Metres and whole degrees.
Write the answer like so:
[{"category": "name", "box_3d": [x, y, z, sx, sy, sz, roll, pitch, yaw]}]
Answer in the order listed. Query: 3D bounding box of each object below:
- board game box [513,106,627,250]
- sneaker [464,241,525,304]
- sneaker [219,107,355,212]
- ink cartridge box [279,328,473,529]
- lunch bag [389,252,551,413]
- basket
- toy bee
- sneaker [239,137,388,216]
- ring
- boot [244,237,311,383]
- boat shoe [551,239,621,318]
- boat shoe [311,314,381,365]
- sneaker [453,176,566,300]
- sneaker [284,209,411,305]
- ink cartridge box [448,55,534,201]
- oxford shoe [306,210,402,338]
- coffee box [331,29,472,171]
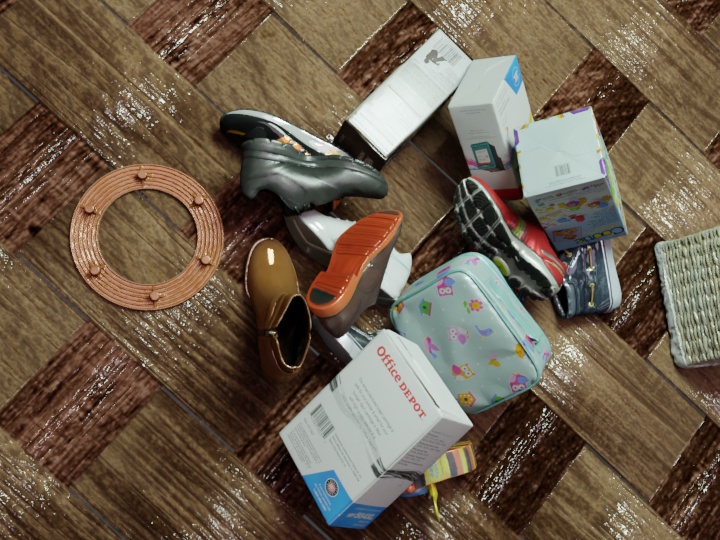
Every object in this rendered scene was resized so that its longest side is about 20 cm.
[{"category": "board game box", "box_3d": [0.284, -0.117, 1.174, 0.105, 0.200, 0.103, -13, 66, 20]}, {"category": "sneaker", "box_3d": [0.215, 0.023, 1.240, 0.095, 0.079, 0.201, -5, 80, -17]}, {"category": "sneaker", "box_3d": [-0.106, -0.148, 1.198, 0.200, 0.070, 0.090, 22, 71, -11]}, {"category": "ink cartridge box", "box_3d": [0.017, 0.196, 1.077, 0.200, 0.084, 0.146, -45, 52, 13]}, {"category": "lunch bag", "box_3d": [0.152, 0.084, 1.165, 0.200, 0.160, 0.077, 53, 32, -6]}, {"category": "basket", "box_3d": [0.571, 0.033, 1.285, 0.198, 0.161, 0.201, -5, 82, -16]}, {"category": "toy bee", "box_3d": [0.072, 0.271, 1.139, 0.200, 0.109, 0.131, -33, 92, -17]}, {"category": "sneaker", "box_3d": [-0.063, -0.110, 1.143, 0.199, 0.076, 0.091, 10, 83, -8]}, {"category": "ring", "box_3d": [-0.281, -0.047, 1.162, 0.200, 0.019, 0.201, 2, 79, -13]}, {"category": "boot", "box_3d": [-0.104, 0.042, 1.116, 0.076, 0.155, 0.201, 4, 78, -13]}, {"category": "boat shoe", "box_3d": [0.313, -0.031, 1.278, 0.091, 0.071, 0.201, -11, 83, -18]}, {"category": "boat shoe", "box_3d": [0.022, 0.113, 1.177, 0.200, 0.072, 0.068, 43, 74, -5]}, {"category": "sneaker", "box_3d": [0.205, -0.049, 1.200, 0.200, 0.077, 0.085, 51, 49, -3]}, {"category": "sneaker", "box_3d": [-0.016, -0.037, 1.205, 0.200, 0.070, 0.080, 37, 67, -12]}, {"category": "ink cartridge box", "box_3d": [0.194, -0.178, 1.210, 0.116, 0.067, 0.200, -62, 140, -38]}, {"category": "oxford shoe", "box_3d": [0.000, 0.000, 1.141, 0.200, 0.071, 0.073, -53, 136, -31]}, {"category": "coffee box", "box_3d": [0.058, -0.229, 1.234, 0.080, 0.113, 0.200, 44, 73, -2]}]
